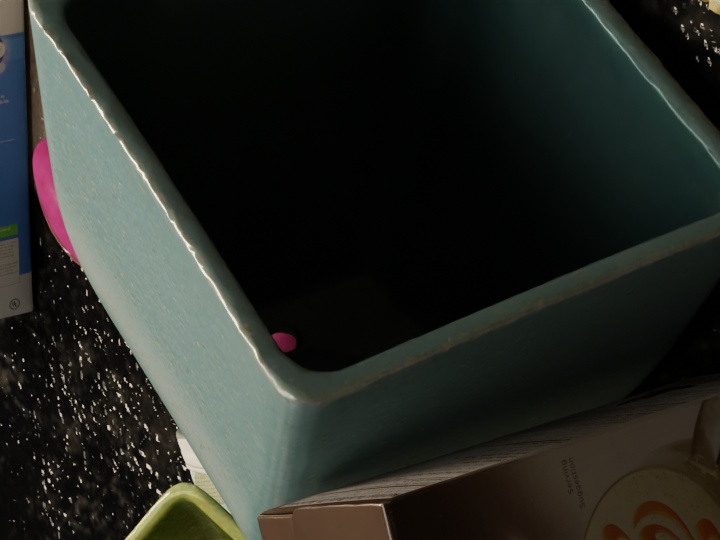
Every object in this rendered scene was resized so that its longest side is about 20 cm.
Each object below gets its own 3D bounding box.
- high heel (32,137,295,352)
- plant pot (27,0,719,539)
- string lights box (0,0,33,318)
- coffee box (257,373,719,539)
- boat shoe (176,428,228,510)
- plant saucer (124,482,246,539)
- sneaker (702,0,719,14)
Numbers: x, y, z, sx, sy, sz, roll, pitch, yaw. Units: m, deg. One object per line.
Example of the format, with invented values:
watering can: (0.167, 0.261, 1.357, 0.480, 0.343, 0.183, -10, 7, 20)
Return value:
high heel: (-0.085, -0.027, 1.015, 0.200, 0.067, 0.096, 38, 142, 23)
plant pot: (0.000, 0.000, 0.811, 0.196, 0.196, 0.200, 54, 152, 28)
string lights box: (-0.242, -0.067, 1.192, 0.059, 0.103, 0.200, 27, 122, 48)
coffee box: (0.077, 0.109, 0.717, 0.080, 0.200, 0.115, -13, 91, 56)
boat shoe: (-0.020, 0.104, 0.971, 0.202, 0.074, 0.065, 6, 113, 58)
plant saucer: (-0.051, 0.212, 0.897, 0.200, 0.048, 0.200, 42, 112, 3)
sneaker: (0.164, -0.103, 0.645, 0.200, 0.075, 0.090, 43, 126, 30)
